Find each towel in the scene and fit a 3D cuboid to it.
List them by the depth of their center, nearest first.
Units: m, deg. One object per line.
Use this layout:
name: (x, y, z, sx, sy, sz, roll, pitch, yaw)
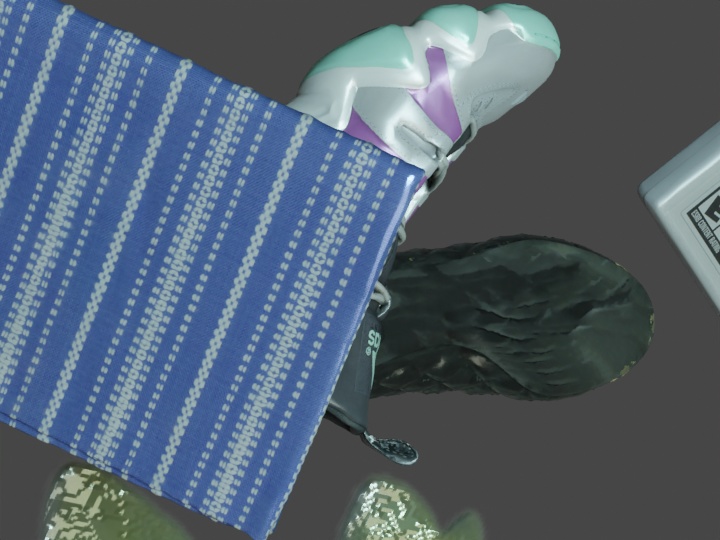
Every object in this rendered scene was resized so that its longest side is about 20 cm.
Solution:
towel: (-0.093, -0.011, 0.768, 0.199, 0.024, 0.145, 25, 109, 8)

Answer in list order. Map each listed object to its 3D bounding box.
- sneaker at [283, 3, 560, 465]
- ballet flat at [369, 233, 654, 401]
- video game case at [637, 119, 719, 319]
sneaker: (0.000, 0.000, 0.815, 0.199, 0.140, 0.078, -26, 167, -1)
ballet flat: (0.032, 0.018, 0.912, 0.199, 0.057, 0.067, 0, 92, -31)
video game case: (0.232, -0.024, 0.988, 0.182, 0.022, 0.200, -38, 127, 1)
